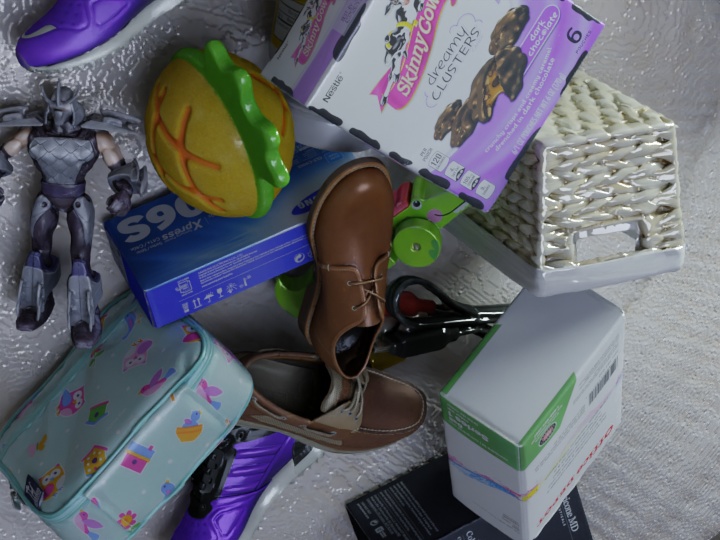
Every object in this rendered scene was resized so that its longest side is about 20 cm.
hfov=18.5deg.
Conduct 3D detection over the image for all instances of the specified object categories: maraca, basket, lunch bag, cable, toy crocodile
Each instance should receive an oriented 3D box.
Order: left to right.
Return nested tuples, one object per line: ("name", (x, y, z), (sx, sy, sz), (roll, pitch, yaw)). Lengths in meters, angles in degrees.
("lunch bag", (-0.191, 0.115, 1.705), (0.200, 0.160, 0.077), (-47, 129, -4))
("maraca", (-0.098, -0.103, 1.616), (0.107, 0.200, 0.138), (-31, 94, -17))
("toy crocodile", (0.014, -0.024, 1.755), (0.062, 0.068, 0.200), (43, 123, -18))
("cable", (0.074, 0.036, 1.860), (0.199, 0.050, 0.098), (-9, 122, -31))
("basket", (0.154, -0.076, 1.744), (0.135, 0.200, 0.124), (-11, 112, -19))

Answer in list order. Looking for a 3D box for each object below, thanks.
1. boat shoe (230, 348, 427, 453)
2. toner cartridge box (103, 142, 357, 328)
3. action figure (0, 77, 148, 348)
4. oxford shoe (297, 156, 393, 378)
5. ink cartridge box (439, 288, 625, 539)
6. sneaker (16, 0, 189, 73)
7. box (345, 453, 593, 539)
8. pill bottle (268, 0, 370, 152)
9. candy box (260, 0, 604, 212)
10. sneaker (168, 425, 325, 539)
("boat shoe", (-0.028, 0.103, 1.768), (0.199, 0.072, 0.076), (7, 75, -30))
("toner cartridge box", (-0.089, -0.036, 1.708), (0.199, 0.095, 0.043), (-24, 135, -12))
("action figure", (-0.222, -0.048, 1.649), (0.129, 0.069, 0.201), (8, 114, 10))
("oxford shoe", (0.000, 0.000, 1.674), (0.071, 0.071, 0.201), (-14, 137, -20))
("ink cartridge box", (0.141, 0.112, 1.785), (0.145, 0.084, 0.200), (-50, 157, -20))
("sneaker", (-0.175, -0.225, 1.594), (0.200, 0.070, 0.100), (-34, 116, -9))
("box", (0.110, 0.265, 1.942), (0.181, 0.104, 0.201), (-25, 122, -10))
("pill bottle", (-0.009, -0.197, 1.659), (0.111, 0.111, 0.201), (1, 114, -24))
("candy box", (0.054, -0.160, 1.600), (0.200, 0.072, 0.168), (27, 98, -40))
("sneaker", (-0.112, 0.161, 1.818), (0.099, 0.070, 0.200), (41, 88, -29))
